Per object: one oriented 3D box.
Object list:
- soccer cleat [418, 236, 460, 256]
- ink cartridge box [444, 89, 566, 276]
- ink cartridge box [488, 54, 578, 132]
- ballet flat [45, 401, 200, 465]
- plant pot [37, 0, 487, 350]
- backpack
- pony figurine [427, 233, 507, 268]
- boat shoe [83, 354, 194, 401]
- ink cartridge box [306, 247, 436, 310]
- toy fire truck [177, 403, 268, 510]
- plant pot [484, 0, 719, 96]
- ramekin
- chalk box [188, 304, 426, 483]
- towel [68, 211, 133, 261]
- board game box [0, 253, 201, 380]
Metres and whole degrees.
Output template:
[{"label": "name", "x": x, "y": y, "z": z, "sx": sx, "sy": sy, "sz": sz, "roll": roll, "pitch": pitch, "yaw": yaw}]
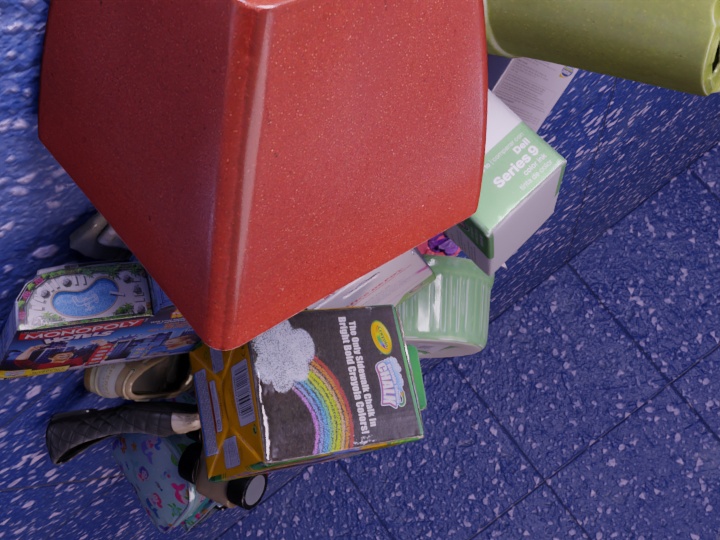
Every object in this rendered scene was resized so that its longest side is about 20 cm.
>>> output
[{"label": "soccer cleat", "x": 0.086, "y": -0.017, "z": 1.321, "sx": 0.200, "sy": 0.067, "sz": 0.076, "roll": -45, "pitch": -164, "yaw": 5}, {"label": "ink cartridge box", "x": 0.064, "y": -0.106, "z": 0.693, "sx": 0.088, "sy": 0.200, "sz": 0.145, "roll": -45, "pitch": 165, "yaw": -2}, {"label": "ink cartridge box", "x": 0.158, "y": -0.189, "z": 0.821, "sx": 0.119, "sy": 0.042, "sz": 0.200, "roll": 3, "pitch": 128, "yaw": -51}, {"label": "ballet flat", "x": -0.251, "y": 0.172, "z": 0.910, "sx": 0.200, "sy": 0.057, "sz": 0.066, "roll": -10, "pitch": 170, "yaw": 22}, {"label": "plant pot", "x": -0.046, "y": -0.117, "z": 0.452, "sx": 0.200, "sy": 0.200, "sz": 0.176, "roll": -29, "pitch": 151, "yaw": -31}, {"label": "backpack", "x": -0.214, "y": 0.230, "z": 1.098, "sx": 0.200, "sy": 0.178, "sz": 0.150, "roll": -41, "pitch": 169, "yaw": 34}, {"label": "pony figurine", "x": 0.090, "y": -0.072, "z": 1.013, "sx": 0.200, "sy": 0.167, "sz": 0.193, "roll": -25, "pitch": 160, "yaw": 13}, {"label": "boat shoe", "x": -0.210, "y": 0.109, "z": 0.926, "sx": 0.201, "sy": 0.063, "sz": 0.073, "roll": 10, "pitch": 97, "yaw": -65}, {"label": "ink cartridge box", "x": 0.000, "y": 0.000, "z": 0.838, "sx": 0.117, "sy": 0.067, "sz": 0.200, "roll": -35, "pitch": 166, "yaw": 4}, {"label": "toy fire truck", "x": -0.093, "y": 0.174, "z": 0.995, "sx": 0.200, "sy": 0.128, "sz": 0.176, "roll": -6, "pitch": 109, "yaw": -61}, {"label": "plant pot", "x": 0.168, "y": -0.202, "z": 0.548, "sx": 0.200, "sy": 0.190, "sz": 0.200, "roll": -38, "pitch": 146, "yaw": -31}, {"label": "ramekin", "x": 0.066, "y": 0.050, "z": 1.044, "sx": 0.199, "sy": 0.098, "sz": 0.200, "roll": 1, "pitch": 167, "yaw": 0}, {"label": "chalk box", "x": -0.032, "y": 0.107, "z": 0.755, "sx": 0.200, "sy": 0.125, "sz": 0.124, "roll": -1, "pitch": 163, "yaw": -35}, {"label": "towel", "x": -0.109, "y": -0.057, "z": 0.699, "sx": 0.200, "sy": 0.035, "sz": 0.192, "roll": -36, "pitch": 161, "yaw": 16}, {"label": "board game box", "x": -0.181, "y": 0.022, "z": 0.678, "sx": 0.200, "sy": 0.062, "sz": 0.200, "roll": -6, "pitch": 162, "yaw": -32}]
